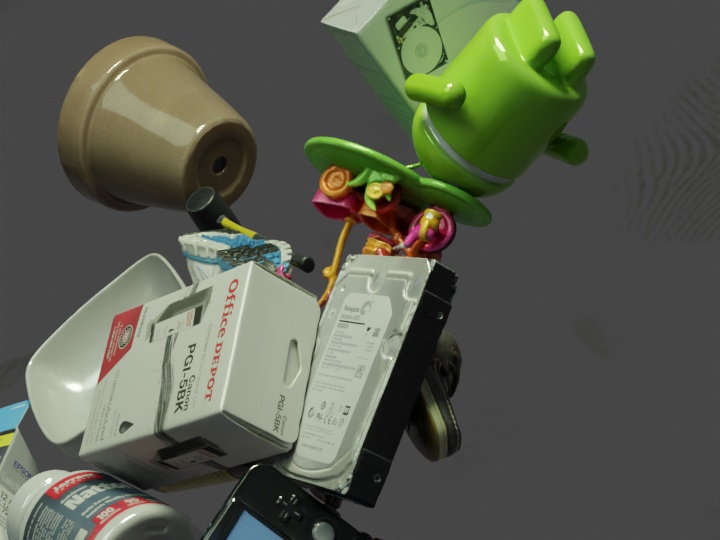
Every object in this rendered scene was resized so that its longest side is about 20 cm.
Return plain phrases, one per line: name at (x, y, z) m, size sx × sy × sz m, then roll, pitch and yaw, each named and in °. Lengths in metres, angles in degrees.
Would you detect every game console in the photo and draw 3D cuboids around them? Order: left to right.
game console at (-0.051, 0.263, 1.269) m, size 0.201 × 0.172 × 0.119 m, roll -56°, pitch 8°, yaw -24°

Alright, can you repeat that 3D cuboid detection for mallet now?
mallet at (-0.107, -0.028, 1.764) m, size 0.041 × 0.066 × 0.199 m, roll -47°, pitch 47°, yaw -15°

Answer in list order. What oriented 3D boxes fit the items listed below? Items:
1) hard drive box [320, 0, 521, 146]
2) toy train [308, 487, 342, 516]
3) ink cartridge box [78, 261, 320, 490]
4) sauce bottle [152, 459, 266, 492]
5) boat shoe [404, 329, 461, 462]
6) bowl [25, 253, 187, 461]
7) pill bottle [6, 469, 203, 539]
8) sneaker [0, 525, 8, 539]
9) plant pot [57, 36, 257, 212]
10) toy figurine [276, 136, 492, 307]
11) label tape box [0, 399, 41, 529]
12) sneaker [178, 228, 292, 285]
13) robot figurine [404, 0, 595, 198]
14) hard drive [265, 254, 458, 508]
hard drive box at (0.083, -0.216, 1.623) m, size 0.156 × 0.200 × 0.077 m, roll -47°, pitch 33°, yaw -9°
toy train at (-0.021, 0.172, 1.420) m, size 0.045 × 0.034 × 0.201 m, roll -16°, pitch 39°, yaw 40°
ink cartridge box at (-0.139, 0.093, 1.448) m, size 0.199 × 0.083 × 0.148 m, roll -21°, pitch 49°, yaw 42°
sauce bottle at (-0.112, 0.155, 1.510) m, size 0.198 × 0.066 × 0.066 m, roll -17°, pitch 39°, yaw 34°
boat shoe at (0.055, 0.077, 1.420) m, size 0.064 × 0.074 × 0.201 m, roll -8°, pitch 43°, yaw -14°
bowl at (-0.236, 0.098, 1.705) m, size 0.200 × 0.075 × 0.200 m, roll -40°, pitch 31°, yaw 0°
pill bottle at (-0.230, 0.241, 1.477) m, size 0.199 × 0.120 × 0.120 m, roll 13°, pitch 60°, yaw 53°
sneaker at (-0.342, 0.319, 1.543) m, size 0.113 × 0.076 × 0.200 m, roll -39°, pitch 34°, yaw -1°
plant pot at (-0.214, -0.144, 1.893) m, size 0.174 × 0.201 × 0.201 m, roll 27°, pitch 71°, yaw 39°
toy figurine at (0.000, 0.000, 1.557) m, size 0.198 × 0.150 × 0.186 m, roll 18°, pitch 76°, yaw 27°
label tape box at (-0.397, 0.240, 1.712) m, size 0.142 × 0.066 × 0.201 m, roll -18°, pitch 37°, yaw 34°
sneaker at (-0.119, 0.012, 1.677) m, size 0.074 × 0.088 × 0.200 m, roll -9°, pitch 11°, yaw -23°
robot figurine at (0.125, -0.149, 1.524) m, size 0.200 × 0.174 × 0.116 m, roll -49°, pitch 41°, yaw 31°
hard drive at (-0.001, 0.085, 1.380) m, size 0.139 × 0.038 × 0.202 m, roll 5°, pitch 70°, yaw 58°
